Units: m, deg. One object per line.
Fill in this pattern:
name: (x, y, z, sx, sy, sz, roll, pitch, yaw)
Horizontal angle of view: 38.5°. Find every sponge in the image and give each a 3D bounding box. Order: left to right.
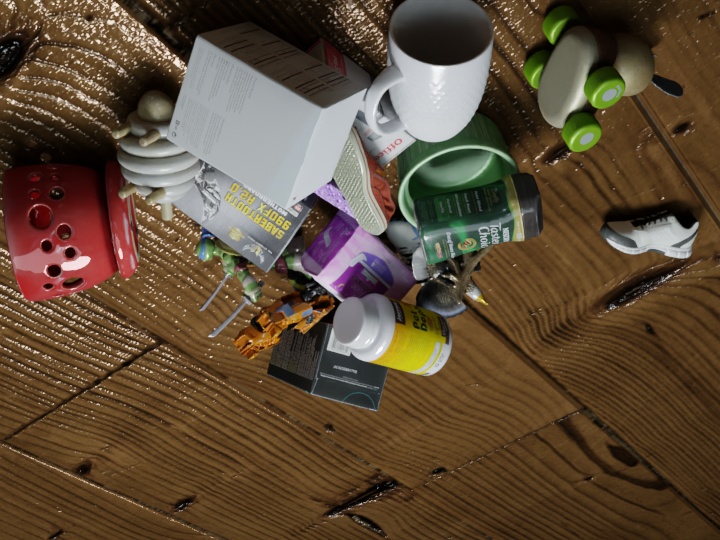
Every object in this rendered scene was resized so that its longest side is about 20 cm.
sponge: (-0.060, -0.146, 1.610, 0.030, 0.112, 0.199, -46, 130, 15)

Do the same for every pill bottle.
pill bottle: (0.052, 0.103, 1.697, 0.198, 0.111, 0.109, 18, 134, -41)

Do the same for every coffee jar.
coffee jar: (0.185, -0.082, 1.602, 0.196, 0.087, 0.105, -14, 141, 5)

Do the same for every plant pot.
plant pot: (-0.432, -0.064, 1.566, 0.178, 0.203, 0.202, -6, 141, -8)

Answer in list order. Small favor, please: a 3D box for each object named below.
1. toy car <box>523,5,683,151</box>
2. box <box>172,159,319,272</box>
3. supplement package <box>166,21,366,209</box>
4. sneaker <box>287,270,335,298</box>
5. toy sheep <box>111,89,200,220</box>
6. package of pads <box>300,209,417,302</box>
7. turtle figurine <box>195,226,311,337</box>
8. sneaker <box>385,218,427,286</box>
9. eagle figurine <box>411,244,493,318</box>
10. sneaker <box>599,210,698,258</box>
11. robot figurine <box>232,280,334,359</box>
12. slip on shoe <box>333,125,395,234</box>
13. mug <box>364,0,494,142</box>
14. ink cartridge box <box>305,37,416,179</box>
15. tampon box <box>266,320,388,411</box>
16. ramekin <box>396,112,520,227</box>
toy car: (0.369, -0.285, 1.512, 0.196, 0.166, 0.159, -7, 143, -23)
box: (-0.184, -0.114, 1.605, 0.199, 0.049, 0.159, 36, 128, -5)
supplement package: (-0.126, -0.213, 1.392, 0.198, 0.151, 0.154, 30, 118, 11)
sneaker: (-0.032, 0.010, 1.848, 0.195, 0.075, 0.081, -2, 151, 0)
toy sheep: (-0.296, -0.167, 1.513, 0.135, 0.139, 0.204, -1, 120, -10)
package of pads: (0.000, 0.000, 1.719, 0.121, 0.076, 0.200, -49, 134, 0)
turtle figurine: (-0.183, 0.010, 1.749, 0.190, 0.205, 0.144, -4, 172, -15)
sneaker: (0.100, -0.025, 1.813, 0.071, 0.074, 0.200, -6, 147, 31)
eagle figurine: (0.159, 0.010, 1.763, 0.149, 0.154, 0.200, -19, -177, -6)
sneaker: (0.521, -0.076, 1.863, 0.196, 0.074, 0.081, 2, 125, -21)
robot figurine: (-0.120, 0.080, 1.741, 0.145, 0.059, 0.199, -42, 169, 36)
slip on shoe: (0.003, -0.144, 1.542, 0.073, 0.061, 0.202, 14, 144, 38)
mug: (0.088, -0.263, 1.455, 0.198, 0.148, 0.177, -31, 150, -21)
ink cartridge box: (-0.034, -0.227, 1.543, 0.145, 0.086, 0.198, -35, 136, 28)
tampon box: (-0.057, 0.162, 1.894, 0.148, 0.129, 0.199, 17, 177, -29)
ramekin: (0.150, -0.160, 1.649, 0.195, 0.099, 0.202, -6, 141, -5)
